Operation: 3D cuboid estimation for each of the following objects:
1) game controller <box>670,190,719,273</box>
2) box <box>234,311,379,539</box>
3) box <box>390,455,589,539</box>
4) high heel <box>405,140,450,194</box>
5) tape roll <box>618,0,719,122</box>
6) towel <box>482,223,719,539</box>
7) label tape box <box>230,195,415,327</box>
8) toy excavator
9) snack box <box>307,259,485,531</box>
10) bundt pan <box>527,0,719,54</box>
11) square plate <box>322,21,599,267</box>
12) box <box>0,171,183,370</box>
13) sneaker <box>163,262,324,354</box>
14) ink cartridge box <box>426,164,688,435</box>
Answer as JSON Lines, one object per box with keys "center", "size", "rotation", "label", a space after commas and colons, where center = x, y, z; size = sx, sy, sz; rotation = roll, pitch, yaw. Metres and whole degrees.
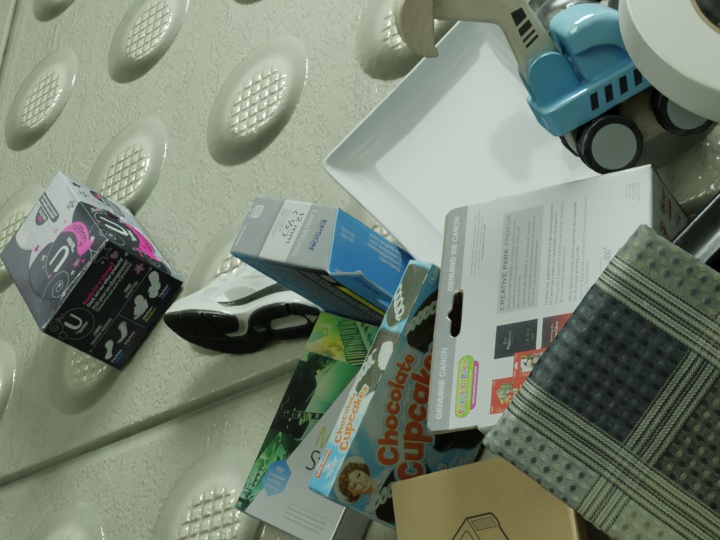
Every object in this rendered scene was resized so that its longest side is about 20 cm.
{"center": [0.273, -0.009, 0.967], "size": [0.200, 0.104, 0.042], "rotation": [-45, -7, -6], "label": "game controller"}
{"center": [-0.022, 0.141, 1.256], "size": [0.144, 0.036, 0.200], "rotation": [12, 74, 51], "label": "box"}
{"center": [0.098, 0.237, 1.022], "size": [0.163, 0.021, 0.200], "rotation": [-20, 68, 37], "label": "box"}
{"center": [0.080, -0.130, 1.300], "size": [0.200, 0.067, 0.096], "rotation": [-48, 45, -9], "label": "high heel"}
{"center": [0.289, -0.192, 1.035], "size": [0.203, 0.037, 0.203], "rotation": [-1, 59, 1], "label": "tape roll"}
{"center": [0.212, 0.099, 0.934], "size": [0.200, 0.035, 0.193], "rotation": [36, 102, 13], "label": "towel"}
{"center": [0.000, 0.000, 1.232], "size": [0.200, 0.143, 0.066], "rotation": [9, 71, 54], "label": "label tape box"}
{"center": [0.148, -0.168, 1.095], "size": [0.194, 0.200, 0.100], "rotation": [-29, 15, 4], "label": "toy excavator"}
{"center": [0.050, 0.106, 1.131], "size": [0.037, 0.116, 0.200], "rotation": [10, 74, 59], "label": "snack box"}
{"center": [0.223, -0.241, 1.210], "size": [0.202, 0.076, 0.202], "rotation": [-27, 48, 34], "label": "bundt pan"}
{"center": [0.100, -0.096, 1.213], "size": [0.200, 0.028, 0.198], "rotation": [-45, 69, 4], "label": "square plate"}
{"center": [-0.309, -0.005, 1.611], "size": [0.132, 0.115, 0.200], "rotation": [-54, 38, 7], "label": "box"}
{"center": [-0.102, 0.014, 1.418], "size": [0.200, 0.076, 0.115], "rotation": [-9, 50, 36], "label": "sneaker"}
{"center": [0.150, 0.039, 1.069], "size": [0.175, 0.084, 0.200], "rotation": [-10, 57, 30], "label": "ink cartridge box"}
